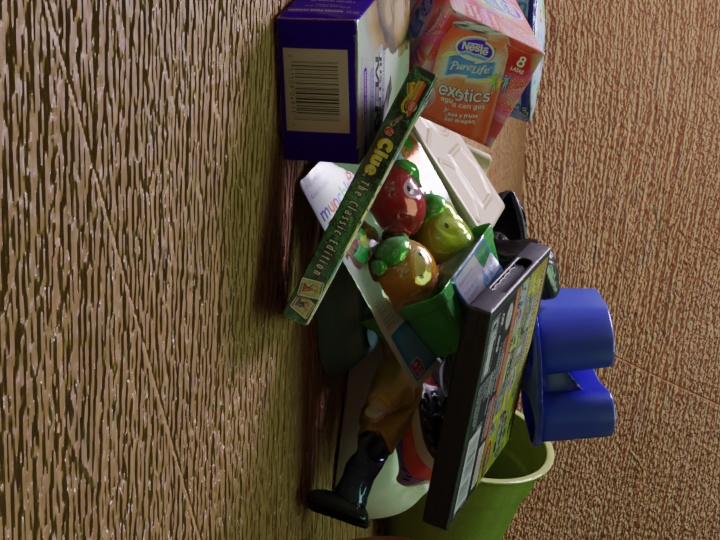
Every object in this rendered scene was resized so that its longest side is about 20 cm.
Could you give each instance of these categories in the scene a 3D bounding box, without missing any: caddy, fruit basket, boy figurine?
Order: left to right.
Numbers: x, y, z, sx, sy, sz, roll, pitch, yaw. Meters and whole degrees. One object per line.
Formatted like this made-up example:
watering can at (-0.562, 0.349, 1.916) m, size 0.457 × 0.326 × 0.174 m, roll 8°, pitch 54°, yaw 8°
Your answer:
boy figurine at (0.016, 0.121, 1.119) m, size 0.124 × 0.064 × 0.200 m, roll 84°, pitch 26°, yaw -75°
fruit basket at (0.043, -0.031, 1.083) m, size 0.185 × 0.094 × 0.200 m, roll -49°, pitch 119°, yaw -50°
caddy at (0.186, 0.090, 1.259) m, size 0.200 × 0.105 × 0.142 m, roll -80°, pitch 166°, yaw -78°

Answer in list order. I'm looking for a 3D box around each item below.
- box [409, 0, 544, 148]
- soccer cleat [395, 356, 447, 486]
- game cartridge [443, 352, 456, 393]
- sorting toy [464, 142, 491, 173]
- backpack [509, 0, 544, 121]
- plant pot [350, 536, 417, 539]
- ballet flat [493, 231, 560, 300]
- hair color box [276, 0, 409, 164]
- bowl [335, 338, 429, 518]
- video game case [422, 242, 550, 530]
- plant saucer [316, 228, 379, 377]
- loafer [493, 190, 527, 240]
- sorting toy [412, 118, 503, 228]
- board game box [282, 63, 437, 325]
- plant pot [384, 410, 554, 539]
box at (0.089, -0.209, 1.177) m, size 0.103 × 0.095 × 0.200 m, roll -61°, pitch -163°, yaw 24°
soccer cleat at (0.048, 0.107, 1.219) m, size 0.073 × 0.068 × 0.200 m, roll -40°, pitch -132°, yaw 40°
game cartridge at (0.102, 0.083, 1.327) m, size 0.133 × 0.040 × 0.200 m, roll -114°, pitch -172°, yaw -45°
sorting toy at (0.080, -0.049, 1.406) m, size 0.185 × 0.036 × 0.200 m, roll 17°, pitch 75°, yaw -51°
backpack at (0.135, -0.267, 1.457) m, size 0.200 × 0.147 × 0.183 m, roll 63°, pitch 32°, yaw -65°
plant pot at (0.022, 0.369, 1.098) m, size 0.201 × 0.201 × 0.195 m, roll -65°, pitch 166°, yaw -60°
ballet flat at (0.135, -0.004, 1.285) m, size 0.057 × 0.066 × 0.200 m, roll 67°, pitch -14°, yaw -12°
hair color box at (-0.008, -0.168, 0.993) m, size 0.200 × 0.065 × 0.109 m, roll -67°, pitch 159°, yaw -62°
bowl at (0.035, 0.158, 1.326) m, size 0.200 × 0.075 × 0.200 m, roll 59°, pitch 38°, yaw -73°
video game case at (0.110, 0.094, 1.098) m, size 0.181 × 0.025 × 0.200 m, roll -37°, pitch 140°, yaw -61°
plant saucer at (0.000, 0.000, 1.176) m, size 0.200 × 0.036 × 0.200 m, roll 5°, pitch 90°, yaw -79°
loafer at (0.147, 0.009, 1.381) m, size 0.070 × 0.068 × 0.201 m, roll 121°, pitch -25°, yaw -66°
sorting toy at (0.073, -0.114, 1.270) m, size 0.185 × 0.036 × 0.200 m, roll 57°, pitch 17°, yaw -7°
board game box at (-0.001, -0.052, 0.948) m, size 0.200 × 0.023 × 0.105 m, roll -62°, pitch 177°, yaw -1°
plant pot at (0.105, 0.270, 1.510) m, size 0.200 × 0.200 × 0.190 m, roll -58°, pitch 163°, yaw -67°
